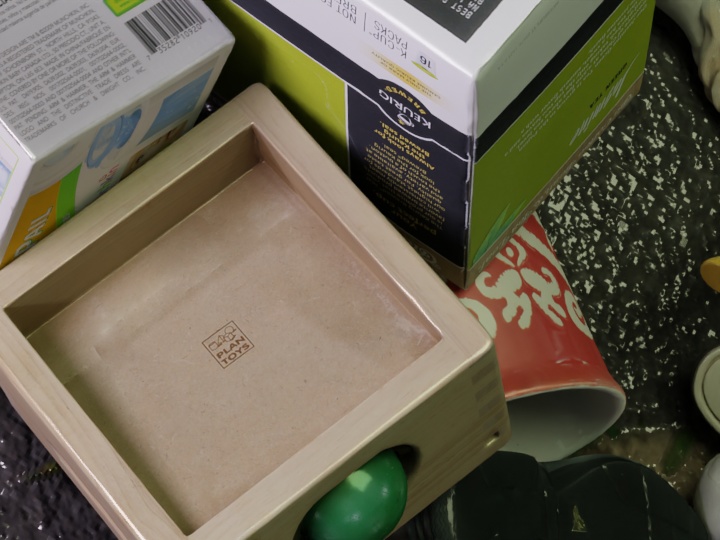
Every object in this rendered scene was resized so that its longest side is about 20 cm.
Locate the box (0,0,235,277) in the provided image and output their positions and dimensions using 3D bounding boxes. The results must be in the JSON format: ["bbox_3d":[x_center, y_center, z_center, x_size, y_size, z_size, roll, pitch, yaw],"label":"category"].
[{"bbox_3d":[-0.148,-0.054,1.146,0.112,0.200,0.101,-35,77,-32],"label":"box"}]

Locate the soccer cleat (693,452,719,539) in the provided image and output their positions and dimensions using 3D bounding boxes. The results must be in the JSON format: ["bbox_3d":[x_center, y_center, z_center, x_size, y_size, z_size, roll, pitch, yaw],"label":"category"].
[{"bbox_3d":[0.249,0.147,1.318,0.200,0.078,0.069,32,57,-11],"label":"soccer cleat"}]

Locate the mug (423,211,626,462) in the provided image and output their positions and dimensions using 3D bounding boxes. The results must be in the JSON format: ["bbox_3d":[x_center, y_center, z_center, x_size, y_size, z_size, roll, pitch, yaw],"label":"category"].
[{"bbox_3d":[0.007,-0.005,1.246,0.177,0.133,0.200,-7,67,-30],"label":"mug"}]

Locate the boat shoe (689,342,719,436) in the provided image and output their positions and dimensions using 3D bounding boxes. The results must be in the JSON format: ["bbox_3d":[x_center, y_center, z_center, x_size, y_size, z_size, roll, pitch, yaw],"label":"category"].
[{"bbox_3d":[0.249,0.075,1.375,0.200,0.057,0.067,15,97,-15],"label":"boat shoe"}]

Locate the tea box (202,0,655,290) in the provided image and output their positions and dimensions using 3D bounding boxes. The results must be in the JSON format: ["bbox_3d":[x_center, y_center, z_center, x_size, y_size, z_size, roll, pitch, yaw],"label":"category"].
[{"bbox_3d":[0.007,-0.130,1.140,0.200,0.197,0.134,37,70,15],"label":"tea box"}]

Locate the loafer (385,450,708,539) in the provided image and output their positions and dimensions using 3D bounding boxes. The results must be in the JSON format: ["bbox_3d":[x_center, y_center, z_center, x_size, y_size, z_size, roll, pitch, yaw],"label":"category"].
[{"bbox_3d":[0.082,0.120,1.255,0.200,0.072,0.073,19,66,-42],"label":"loafer"}]

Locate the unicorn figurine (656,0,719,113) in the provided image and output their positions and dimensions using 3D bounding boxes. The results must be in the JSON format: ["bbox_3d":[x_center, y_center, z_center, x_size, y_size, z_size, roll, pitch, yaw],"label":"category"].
[{"bbox_3d":[0.187,-0.151,1.437,0.200,0.074,0.137,28,66,-11],"label":"unicorn figurine"}]

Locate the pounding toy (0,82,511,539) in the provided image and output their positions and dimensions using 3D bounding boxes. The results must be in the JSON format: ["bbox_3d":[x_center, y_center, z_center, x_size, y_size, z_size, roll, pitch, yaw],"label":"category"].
[{"bbox_3d":[-0.044,0.073,1.129,0.184,0.142,0.200,-37,66,-10],"label":"pounding toy"}]

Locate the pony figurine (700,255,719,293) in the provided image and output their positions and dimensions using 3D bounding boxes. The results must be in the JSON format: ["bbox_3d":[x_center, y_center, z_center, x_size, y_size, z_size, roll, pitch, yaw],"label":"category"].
[{"bbox_3d":[0.279,-0.015,1.326,0.193,0.167,0.200,32,59,11],"label":"pony figurine"}]
